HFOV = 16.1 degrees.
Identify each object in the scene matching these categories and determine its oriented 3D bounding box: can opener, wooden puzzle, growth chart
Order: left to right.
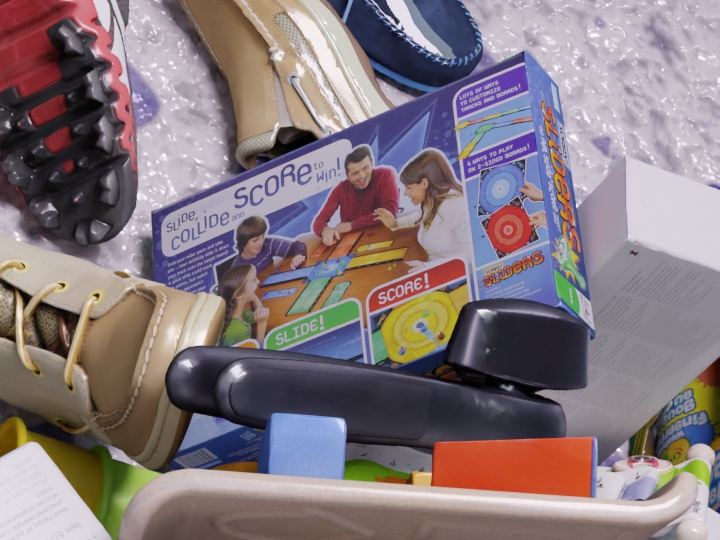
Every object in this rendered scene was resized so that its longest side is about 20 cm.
[{"bbox_3d":[0.007,0.048,0.978,0.199,0.063,0.079,4,85,-40],"label":"can opener"},{"bbox_3d":[0.008,0.089,0.941,0.199,0.185,0.047,0,75,-7],"label":"wooden puzzle"},{"bbox_3d":[0.058,0.096,1.098,0.199,0.018,0.145,3,12,3],"label":"growth chart"}]

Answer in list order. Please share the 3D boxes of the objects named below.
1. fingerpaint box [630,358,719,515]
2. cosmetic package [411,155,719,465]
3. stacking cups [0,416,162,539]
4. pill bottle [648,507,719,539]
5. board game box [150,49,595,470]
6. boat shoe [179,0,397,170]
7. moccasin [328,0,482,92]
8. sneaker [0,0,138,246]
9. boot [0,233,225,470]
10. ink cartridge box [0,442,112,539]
[{"bbox_3d":[0.202,0.061,1.185,0.073,0.200,0.167,20,50,-18],"label":"fingerpaint box"},{"bbox_3d":[0.102,0.031,1.143,0.082,0.200,0.051,17,51,-21],"label":"cosmetic package"},{"bbox_3d":[-0.065,0.121,1.074,0.199,0.061,0.061,21,50,-20],"label":"stacking cups"},{"bbox_3d":[0.092,0.186,1.085,0.114,0.114,0.200,46,47,5],"label":"pill bottle"},{"bbox_3d":[0.000,0.000,1.112,0.034,0.199,0.136,41,36,-47],"label":"board game box"},{"bbox_3d":[-0.033,-0.079,1.235,0.076,0.072,0.200,-37,80,-27],"label":"boat shoe"},{"bbox_3d":[-0.009,-0.179,1.316,0.200,0.068,0.080,46,47,4],"label":"moccasin"},{"bbox_3d":[-0.137,-0.109,1.179,0.098,0.071,0.201,-4,75,-68],"label":"sneaker"},{"bbox_3d":[-0.141,0.017,1.020,0.155,0.200,0.073,24,85,-13],"label":"boot"},{"bbox_3d":[-0.101,0.171,0.843,0.116,0.068,0.200,-28,75,-42],"label":"ink cartridge box"}]
